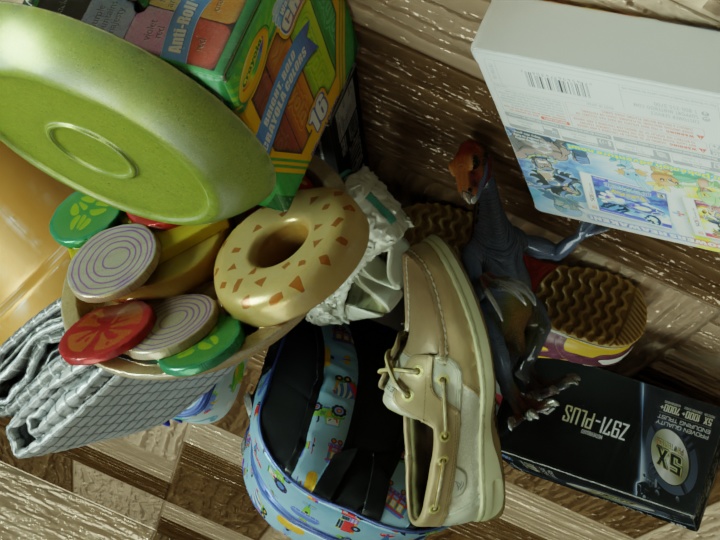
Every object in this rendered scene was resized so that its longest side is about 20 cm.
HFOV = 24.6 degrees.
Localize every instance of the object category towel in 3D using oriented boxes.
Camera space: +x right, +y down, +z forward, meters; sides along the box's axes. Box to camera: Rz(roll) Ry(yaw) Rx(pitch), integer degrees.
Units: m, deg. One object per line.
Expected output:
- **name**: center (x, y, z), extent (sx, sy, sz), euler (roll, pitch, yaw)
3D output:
- **towel**: center (-0.154, 0.041, 1.174), extent (0.086, 0.200, 0.166), euler (55, -157, 16)

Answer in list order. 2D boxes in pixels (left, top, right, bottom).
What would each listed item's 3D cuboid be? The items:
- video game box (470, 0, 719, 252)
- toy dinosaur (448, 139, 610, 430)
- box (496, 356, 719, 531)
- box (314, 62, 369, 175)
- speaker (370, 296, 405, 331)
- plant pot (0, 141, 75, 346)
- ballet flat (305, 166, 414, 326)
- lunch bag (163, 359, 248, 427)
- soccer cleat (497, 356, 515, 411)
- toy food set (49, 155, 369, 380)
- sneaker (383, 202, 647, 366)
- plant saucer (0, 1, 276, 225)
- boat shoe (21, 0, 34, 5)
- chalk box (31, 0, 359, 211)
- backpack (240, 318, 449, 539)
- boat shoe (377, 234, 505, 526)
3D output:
- **video game box**: center (0.177, -0.071, 0.915), extent (0.200, 0.047, 0.182), euler (15, 157, 24)
- **toy dinosaur**: center (0.080, 0.010, 1.081), extent (0.200, 0.105, 0.182), euler (-22, 95, 41)
- **box**: center (0.200, 0.136, 1.307), extent (0.164, 0.086, 0.200), euler (18, 173, 14)
- **box**: center (-0.076, -0.098, 1.122), extent (0.158, 0.050, 0.200), euler (19, 161, 10)
- **speaker**: center (-0.023, 0.013, 1.311), extent (0.081, 0.081, 0.200), euler (5, 153, 43)
- **plant pot**: center (-0.265, -0.044, 1.305), extent (0.183, 0.200, 0.200), euler (45, 156, -10)
- **ballet flat**: center (0.000, 0.000, 1.119), extent (0.072, 0.072, 0.200), euler (22, 159, 5)
- **lunch bag**: center (-0.191, 0.044, 1.449), extent (0.200, 0.161, 0.082), euler (16, 175, 20)
- **soccer cleat**: center (0.088, 0.055, 1.327), extent (0.068, 0.073, 0.200), euler (10, 140, 30)
- **toy food set**: center (-0.099, -0.011, 1.007), extent (0.200, 0.198, 0.049), euler (59, 177, 47)
- **sneaker**: center (0.102, 0.021, 1.194), extent (0.200, 0.075, 0.090), euler (24, 155, 1)
- **plant saucer**: center (-0.143, -0.077, 0.918), extent (0.200, 0.031, 0.200), euler (21, 161, 8)
- **boat shoe**: center (-0.181, -0.185, 0.995), extent (0.057, 0.069, 0.200), euler (25, 163, -3)
- **chalk box**: center (-0.091, -0.142, 0.916), extent (0.124, 0.125, 0.200), euler (18, 161, 17)
- **backpack**: center (-0.003, 0.134, 1.208), extent (0.182, 0.200, 0.135), euler (24, 126, -5)
- **boat shoe**: center (0.047, 0.078, 1.067), extent (0.066, 0.200, 0.074), euler (-15, -164, -15)
